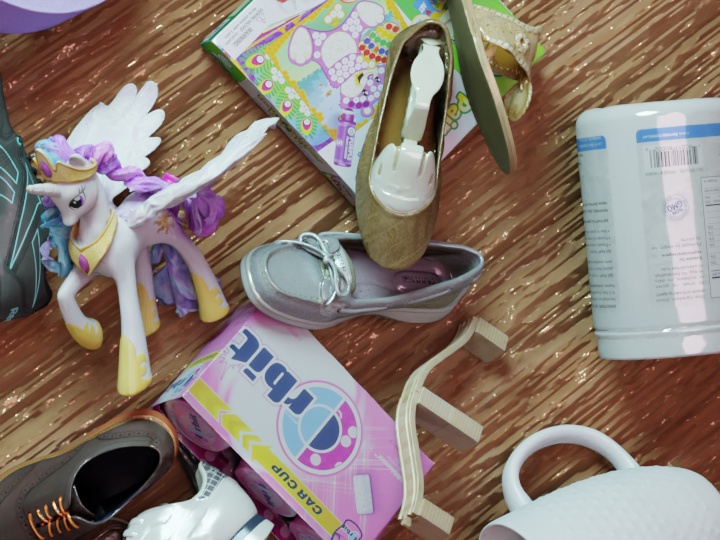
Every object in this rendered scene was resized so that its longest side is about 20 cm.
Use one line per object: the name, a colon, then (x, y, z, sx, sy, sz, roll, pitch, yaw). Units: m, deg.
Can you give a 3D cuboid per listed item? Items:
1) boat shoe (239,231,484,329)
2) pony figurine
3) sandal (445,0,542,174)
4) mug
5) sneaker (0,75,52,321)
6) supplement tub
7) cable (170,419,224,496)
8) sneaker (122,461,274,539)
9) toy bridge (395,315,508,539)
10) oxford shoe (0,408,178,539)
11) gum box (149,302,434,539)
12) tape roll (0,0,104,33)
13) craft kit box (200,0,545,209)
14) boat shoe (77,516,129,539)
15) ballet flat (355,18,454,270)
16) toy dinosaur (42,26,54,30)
boat shoe: (0.001, 0.001, 1.648, 0.202, 0.065, 0.074, 5, 58, -33)
pony figurine: (-0.161, -0.039, 1.584, 0.193, 0.166, 0.200, -43, 130, -40)
sandal: (0.105, -0.186, 1.663, 0.070, 0.078, 0.212, -23, 91, -10)
mug: (0.192, 0.211, 1.706, 0.175, 0.148, 0.200, -22, 66, -24)
sneaker: (-0.272, -0.059, 1.603, 0.079, 0.075, 0.200, -3, 92, -36)
supplement tub: (0.244, -0.034, 1.718, 0.132, 0.132, 0.200, -5, 92, -17)
cable: (-0.112, 0.190, 1.649, 0.097, 0.050, 0.200, 6, 88, -18)
sneaker: (-0.158, 0.228, 1.583, 0.200, 0.076, 0.081, -40, 84, -26)
toy bridge: (0.061, 0.115, 1.664, 0.067, 0.027, 0.200, 35, 51, -19)
oxford shoe: (-0.226, 0.171, 1.589, 0.200, 0.073, 0.071, -36, 99, 4)
gum box: (-0.047, 0.131, 1.647, 0.200, 0.066, 0.114, 46, 61, -11)
tape roll: (-0.251, -0.277, 1.568, 0.200, 0.066, 0.200, 9, 76, -37)
craft kit box: (0.012, -0.175, 1.695, 0.200, 0.049, 0.198, -47, 105, -12)
boat shoe: (-0.222, 0.278, 1.602, 0.075, 0.075, 0.202, 34, 80, -14)
ballet flat: (0.039, -0.102, 1.621, 0.068, 0.072, 0.200, 14, 72, -5)
toy dinosaur: (-0.306, -0.252, 1.600, 0.106, 0.060, 0.200, -44, 109, -34)
